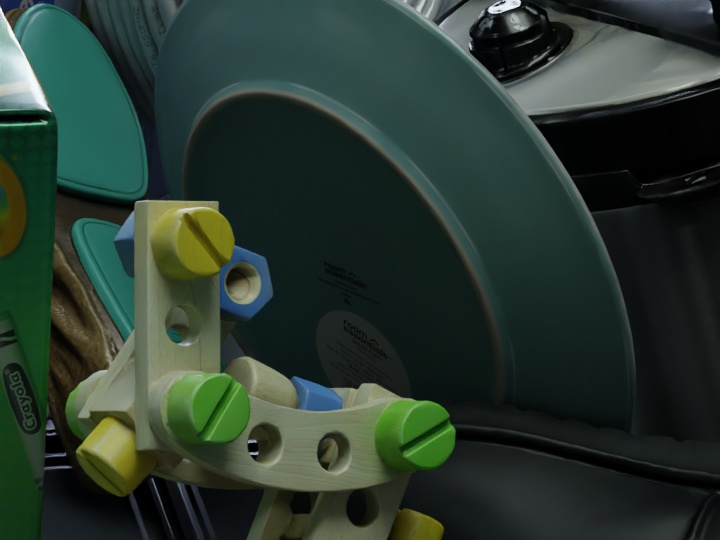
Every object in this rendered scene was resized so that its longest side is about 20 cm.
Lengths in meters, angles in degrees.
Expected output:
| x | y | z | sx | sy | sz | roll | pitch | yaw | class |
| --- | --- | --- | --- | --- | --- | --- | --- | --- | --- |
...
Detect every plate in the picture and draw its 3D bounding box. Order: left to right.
| x | y | z | sx | sy | sz | roll | pitch | yaw | class |
| --- | --- | --- | --- | --- | --- | --- | --- | --- | --- |
| 0.000 | 0.000 | 0.865 | 0.200 | 0.201 | 0.026 | 26 | 47 | 35 | plate |

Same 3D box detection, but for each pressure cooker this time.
| x | y | z | sx | sy | sz | roll | pitch | yaw | class |
| --- | --- | --- | --- | --- | --- | --- | --- | --- | --- |
| 0.105 | -0.028 | 0.886 | 0.175 | 0.200 | 0.179 | -9 | 25 | 22 | pressure cooker |

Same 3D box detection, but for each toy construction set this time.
| x | y | z | sx | sy | sz | roll | pitch | yaw | class |
| --- | --- | --- | --- | --- | --- | --- | --- | --- | --- |
| -0.046 | 0.092 | 0.718 | 0.131 | 0.200 | 0.092 | 30 | -4 | -29 | toy construction set |

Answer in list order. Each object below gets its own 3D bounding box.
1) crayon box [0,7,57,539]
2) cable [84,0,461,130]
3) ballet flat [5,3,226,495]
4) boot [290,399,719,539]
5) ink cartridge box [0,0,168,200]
| x | y | z | sx | sy | sz | roll | pitch | yaw | class |
| --- | --- | --- | --- | --- | --- | --- | --- | --- | --- |
| -0.128 | 0.023 | 0.789 | 0.058 | 0.201 | 0.119 | -4 | 28 | -19 | crayon box |
| -0.018 | -0.133 | 1.059 | 0.069 | 0.201 | 0.200 | 10 | 21 | 43 | cable |
| -0.101 | -0.004 | 0.956 | 0.068 | 0.072 | 0.200 | 15 | 37 | -42 | ballet flat |
| 0.043 | 0.115 | 0.773 | 0.200 | 0.077 | 0.168 | 3 | 33 | 20 | boot |
| -0.099 | -0.080 | 1.074 | 0.042 | 0.120 | 0.200 | 25 | 34 | 36 | ink cartridge box |
